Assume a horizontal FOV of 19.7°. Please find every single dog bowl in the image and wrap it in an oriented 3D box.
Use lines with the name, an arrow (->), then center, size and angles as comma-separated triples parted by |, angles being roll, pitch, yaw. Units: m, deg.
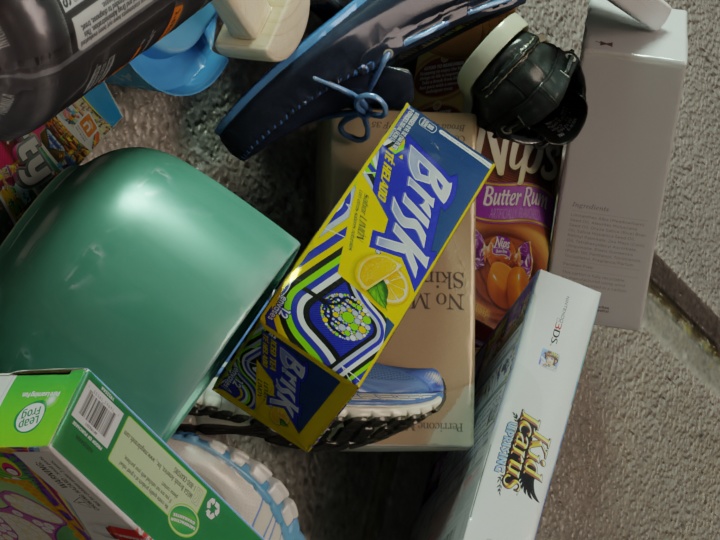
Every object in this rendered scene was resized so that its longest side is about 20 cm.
dog bowl -> -0.102, -0.180, 1.154 | 0.112, 0.049, 0.200 | 57, 45, -33

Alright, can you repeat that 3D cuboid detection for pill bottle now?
pill bottle -> -0.149, -0.127, 0.936 | 0.200, 0.106, 0.107 | -44, 121, -45

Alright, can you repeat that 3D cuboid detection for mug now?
mug -> -0.127, 0.029, 1.006 | 0.185, 0.114, 0.152 | -54, 180, 5

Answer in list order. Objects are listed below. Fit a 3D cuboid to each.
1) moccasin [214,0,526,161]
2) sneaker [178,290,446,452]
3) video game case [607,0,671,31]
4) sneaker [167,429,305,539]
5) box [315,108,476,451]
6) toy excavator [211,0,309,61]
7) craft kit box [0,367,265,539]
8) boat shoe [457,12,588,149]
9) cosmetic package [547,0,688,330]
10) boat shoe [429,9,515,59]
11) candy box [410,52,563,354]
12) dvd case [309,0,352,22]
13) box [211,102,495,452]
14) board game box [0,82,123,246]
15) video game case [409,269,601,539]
moccasin -> 0.010, -0.121, 1.179 | 0.200, 0.080, 0.068 | -38, 95, -2
sneaker -> -0.043, 0.047, 1.149 | 0.199, 0.079, 0.090 | 10, 69, -24
video game case -> 0.097, -0.226, 1.305 | 0.024, 0.182, 0.200 | -54, 157, 10
sneaker -> -0.071, 0.170, 1.151 | 0.200, 0.075, 0.087 | 56, 52, -34
box -> 0.020, 0.008, 1.247 | 0.078, 0.095, 0.201 | 142, -52, -81
toy excavator -> -0.079, -0.222, 1.074 | 0.194, 0.100, 0.201 | 13, 88, -63
craft kit box -> -0.145, 0.117, 0.948 | 0.200, 0.197, 0.049 | 50, 53, -38
boat shoe -> 0.107, -0.105, 1.263 | 0.075, 0.066, 0.199 | -47, 171, -1
cosmetic package -> 0.174, -0.072, 1.414 | 0.102, 0.071, 0.201 | -72, 169, -61
boat shoe -> 0.041, -0.202, 1.271 | 0.200, 0.071, 0.070 | 50, 22, -56
candy box -> 0.078, -0.055, 1.382 | 0.117, 0.056, 0.201 | 29, 63, -47
dvd case -> -0.019, -0.248, 1.244 | 0.143, 0.017, 0.201 | 5, 82, -82
box -> 0.000, 0.000, 1.121 | 0.064, 0.070, 0.200 | 34, 46, -2
board game box -> -0.217, -0.074, 0.980 | 0.200, 0.064, 0.148 | -55, 129, -42
video game case -> 0.079, 0.121, 1.270 | 0.045, 0.200, 0.182 | 19, 64, -5
